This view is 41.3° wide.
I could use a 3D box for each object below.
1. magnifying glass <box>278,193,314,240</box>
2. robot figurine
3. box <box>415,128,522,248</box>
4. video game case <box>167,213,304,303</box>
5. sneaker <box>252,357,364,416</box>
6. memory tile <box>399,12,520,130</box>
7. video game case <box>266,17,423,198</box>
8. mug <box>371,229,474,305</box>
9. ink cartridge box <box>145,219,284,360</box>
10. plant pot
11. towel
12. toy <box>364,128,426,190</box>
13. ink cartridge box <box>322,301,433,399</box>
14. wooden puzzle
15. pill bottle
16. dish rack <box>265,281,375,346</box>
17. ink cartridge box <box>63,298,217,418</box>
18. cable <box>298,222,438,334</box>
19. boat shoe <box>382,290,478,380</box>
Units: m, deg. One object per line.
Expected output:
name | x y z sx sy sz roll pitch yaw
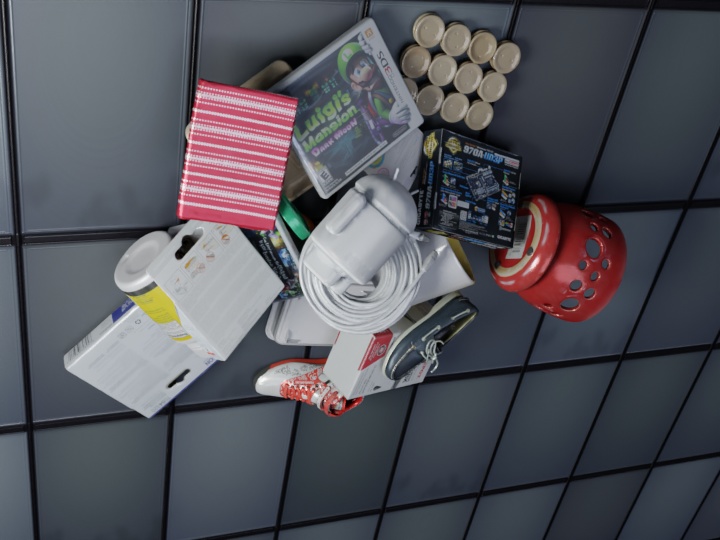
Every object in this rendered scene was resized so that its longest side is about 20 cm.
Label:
magnifying glass | -0.097 -0.080 1.480 0.022 0.080 0.200 -36 175 2
robot figurine | 0.006 -0.060 1.420 0.200 0.113 0.170 -49 155 2
box | 0.179 -0.129 1.556 0.199 0.046 0.161 10 84 -40
video game case | -0.189 -0.015 1.547 0.180 0.024 0.201 -12 134 13
sneaker | -0.092 0.220 1.759 0.199 0.108 0.068 -7 130 -18
memory tile | 0.146 -0.307 1.482 0.198 0.017 0.154 11 115 -29
video game case | -0.021 -0.236 1.395 0.199 0.023 0.183 -39 120 -12
mug | 0.105 0.003 1.645 0.152 0.150 0.187 -28 119 12
ink cartridge box | -0.227 0.013 1.456 0.163 0.050 0.200 -52 122 -25
plant pot | 0.337 -0.028 1.689 0.181 0.201 0.201 20 118 -25
towel | -0.172 -0.156 1.329 0.143 0.023 0.202 8 110 -17
toy | 0.019 -0.209 1.485 0.200 0.047 0.116 41 75 -37
ink cartridge box | 0.049 0.139 1.731 0.199 0.084 0.145 -7 130 -43
wooden puzzle | -0.139 -0.197 1.444 0.184 0.046 0.200 -34 128 6
pill bottle | -0.283 0.042 1.508 0.114 0.115 0.200 -34 127 6
dish rack | -0.058 0.072 1.699 0.198 0.044 0.173 3 125 -27
ink cartridge box | -0.362 0.141 1.623 0.196 0.043 0.200 -40 133 8
cable | 0.000 0.000 1.526 0.199 0.069 0.201 28 88 -7
boat shoe | 0.123 0.124 1.666 0.200 0.062 0.075 -42 145 -10
